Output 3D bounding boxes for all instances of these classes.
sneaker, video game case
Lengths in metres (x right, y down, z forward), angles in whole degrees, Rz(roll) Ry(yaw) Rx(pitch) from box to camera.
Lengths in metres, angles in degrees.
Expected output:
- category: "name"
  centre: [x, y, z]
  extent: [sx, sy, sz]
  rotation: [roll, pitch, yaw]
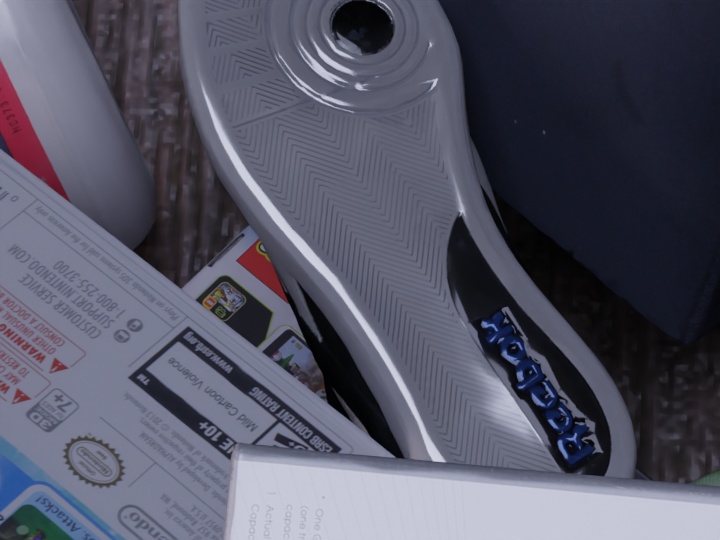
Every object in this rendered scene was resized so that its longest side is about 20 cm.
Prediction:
- category: "sneaker"
  centre: [0.000, 0.000, 0.761]
  extent: [0.073, 0.112, 0.200]
  rotation: [-20, 73, -15]
- category: "video game case"
  centre: [-0.121, 0.046, 0.682]
  extent: [0.200, 0.024, 0.182]
  rotation: [37, 55, 17]

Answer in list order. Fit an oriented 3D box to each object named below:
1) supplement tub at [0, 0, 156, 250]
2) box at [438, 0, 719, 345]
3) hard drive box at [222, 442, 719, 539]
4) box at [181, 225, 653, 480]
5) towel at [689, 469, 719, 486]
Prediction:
- category: "supplement tub"
  centre: [-0.173, -0.033, 0.834]
  extent: [0.200, 0.140, 0.141]
  rotation: [-25, 68, -3]
- category: "box"
  centre: [0.133, -0.116, 0.754]
  extent: [0.200, 0.197, 0.117]
  rotation: [-28, 57, -37]
- category: "hard drive box"
  centre: [0.065, 0.126, 0.610]
  extent: [0.199, 0.077, 0.156]
  rotation: [6, 79, 3]
- category: "box"
  centre: [0.012, 0.075, 0.807]
  extent: [0.110, 0.035, 0.200]
  rotation: [-43, 62, -15]
- category: "towel"
  centre: [0.048, 0.158, 0.792]
  extent: [0.200, 0.031, 0.149]
  rotation: [-27, 69, -3]
